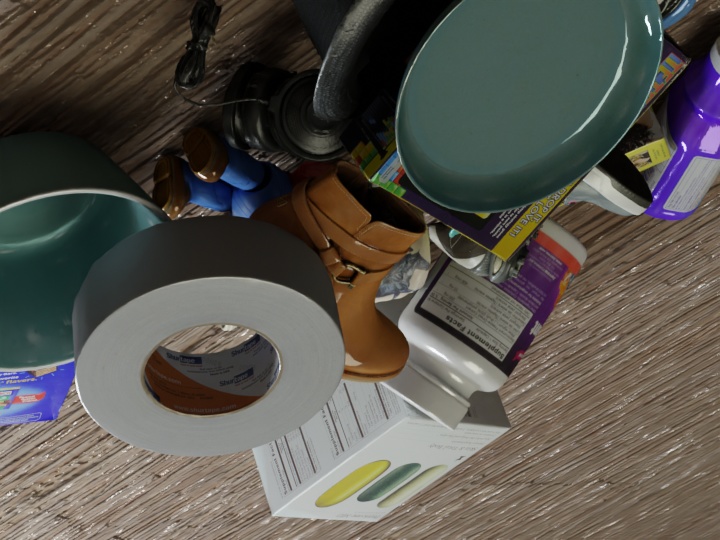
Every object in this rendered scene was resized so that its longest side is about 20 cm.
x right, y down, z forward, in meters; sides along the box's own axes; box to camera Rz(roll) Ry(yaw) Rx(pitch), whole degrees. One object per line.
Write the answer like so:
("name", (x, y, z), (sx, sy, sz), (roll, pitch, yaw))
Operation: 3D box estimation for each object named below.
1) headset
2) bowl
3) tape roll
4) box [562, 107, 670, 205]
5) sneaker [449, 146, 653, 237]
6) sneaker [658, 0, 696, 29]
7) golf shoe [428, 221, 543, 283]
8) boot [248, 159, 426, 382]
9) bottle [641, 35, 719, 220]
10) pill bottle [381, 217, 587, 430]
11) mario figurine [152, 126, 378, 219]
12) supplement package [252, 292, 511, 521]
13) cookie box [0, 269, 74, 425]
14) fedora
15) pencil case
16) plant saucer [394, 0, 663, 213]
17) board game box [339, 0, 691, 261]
("headset", (-0.051, -0.130, 1.322), (0.200, 0.094, 0.123), (13, 179, -42))
("bowl", (-0.243, -0.028, 1.355), (0.200, 0.105, 0.201), (-17, 145, -12))
("tape roll", (-0.114, 0.052, 1.354), (0.200, 0.066, 0.201), (-6, 136, -5))
("box", (0.156, -0.094, 1.539), (0.200, 0.075, 0.050), (-25, 156, 8))
("sneaker", (0.117, -0.069, 1.394), (0.200, 0.084, 0.121), (29, 120, -21))
("sneaker", (0.161, -0.193, 1.385), (0.199, 0.071, 0.083), (-32, 130, 27))
("golf shoe", (0.121, -0.094, 1.473), (0.200, 0.094, 0.078), (-67, 170, 2))
("boot", (0.000, 0.000, 1.420), (0.200, 0.077, 0.155), (36, 126, -23))
("bottle", (0.290, -0.126, 1.553), (0.065, 0.084, 0.200), (9, 146, -8))
("pill bottle", (0.103, 0.037, 1.607), (0.200, 0.111, 0.111), (-56, 149, -3))
("mario figurine", (-0.062, -0.043, 1.451), (0.200, 0.106, 0.123), (17, 171, -38))
("supplement package", (0.009, 0.132, 1.770), (0.152, 0.151, 0.200), (11, 140, -45))
("cookie box", (-0.316, 0.054, 1.504), (0.171, 0.075, 0.200), (-4, 149, -26))
("fedora", (0.010, -0.195, 1.218), (0.201, 0.092, 0.201), (-42, 168, -11))
("pencil case", (-0.035, -0.006, 1.569), (0.199, 0.090, 0.078), (-11, 132, -17))
("plant saucer", (0.108, -0.126, 1.194), (0.200, 0.027, 0.201), (-18, 135, -18))
("board game box", (0.109, -0.120, 1.261), (0.200, 0.057, 0.165), (-48, 137, 13))
